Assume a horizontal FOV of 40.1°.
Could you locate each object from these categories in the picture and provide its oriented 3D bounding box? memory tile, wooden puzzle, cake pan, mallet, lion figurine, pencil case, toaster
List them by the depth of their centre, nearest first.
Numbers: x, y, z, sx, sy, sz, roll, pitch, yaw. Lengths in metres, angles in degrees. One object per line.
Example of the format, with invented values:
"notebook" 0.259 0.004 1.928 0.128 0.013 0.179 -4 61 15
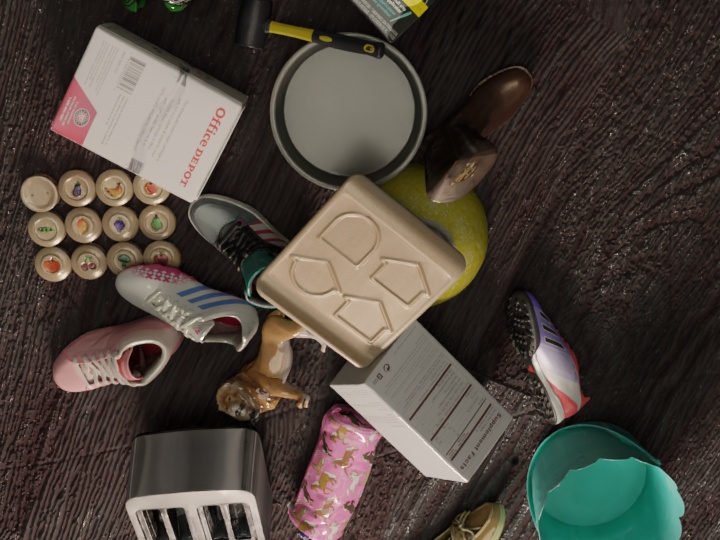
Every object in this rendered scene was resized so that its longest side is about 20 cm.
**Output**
"mallet" -0.062 -0.297 1.203 0.200 0.041 0.066 10 102 22
"wooden puzzle" 0.000 0.000 1.221 0.185 0.046 0.200 37 111 -15
"cake pan" -0.015 -0.203 1.264 0.200 0.037 0.201 1 106 2
"memory tile" -0.346 -0.061 1.321 0.200 0.017 0.154 -3 108 1
"toaster" -0.216 0.300 1.354 0.180 0.119 0.200 -4 133 0
"lion figurine" -0.117 0.120 1.362 0.122 0.072 0.200 20 92 11
"pencil case" -0.036 0.286 1.404 0.086 0.083 0.200 5 113 -44

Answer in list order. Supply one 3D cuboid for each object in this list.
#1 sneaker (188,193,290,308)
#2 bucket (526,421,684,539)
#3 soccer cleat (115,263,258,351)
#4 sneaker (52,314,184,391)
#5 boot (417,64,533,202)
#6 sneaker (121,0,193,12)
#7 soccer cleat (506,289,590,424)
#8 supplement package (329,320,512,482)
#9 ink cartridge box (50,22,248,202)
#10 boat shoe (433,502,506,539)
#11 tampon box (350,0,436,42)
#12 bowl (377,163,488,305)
"sneaker" -0.144 -0.019 1.282 0.200 0.121 0.084 34 104 -10
"bucket" 0.335 0.319 1.389 0.207 0.135 0.208 0 108 -2
"soccer cleat" -0.232 0.050 1.313 0.200 0.086 0.070 17 126 -7
"sneaker" -0.337 0.122 1.335 0.200 0.105 0.075 -22 109 7
"boot" 0.148 -0.167 1.197 0.186 0.200 0.064 -41 104 12
"sneaker" -0.205 -0.366 1.203 0.200 0.078 0.085 -7 115 11
"soccer cleat" 0.260 0.112 1.367 0.073 0.068 0.200 -24 104 -18
"supplement package" 0.082 0.176 1.330 0.200 0.117 0.117 45 67 -14
"ink cartridge box" -0.262 -0.198 1.243 0.200 0.083 0.147 28 105 -9
"boat shoe" 0.131 0.407 1.450 0.063 0.073 0.201 38 111 -16
"tampon box" 0.054 -0.395 1.161 0.150 0.126 0.200 42 102 -13
"bowl" 0.074 -0.031 1.289 0.200 0.108 0.201 0 108 -1
